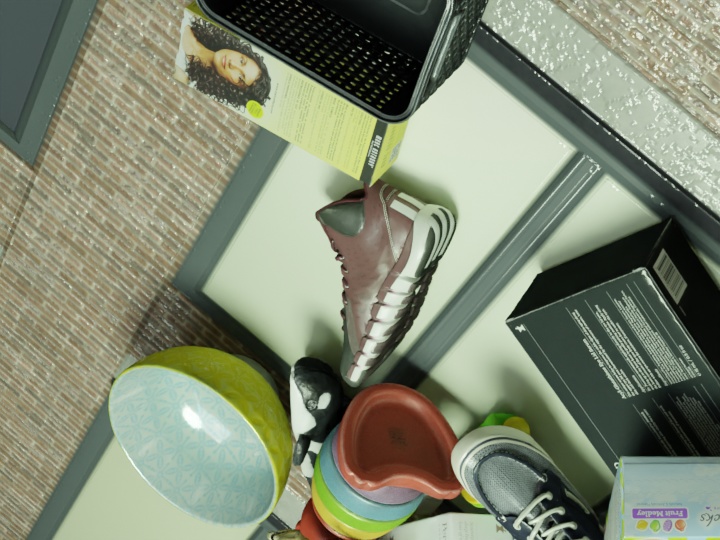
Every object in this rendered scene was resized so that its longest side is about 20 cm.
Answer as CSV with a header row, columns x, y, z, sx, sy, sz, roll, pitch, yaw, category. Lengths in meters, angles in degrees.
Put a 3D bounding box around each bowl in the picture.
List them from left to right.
x,y,z,sx,sy,sz,roll,pitch,yaw,category
-0.141,0.146,1.333,0.199,0.108,0.201,18,131,22,bowl

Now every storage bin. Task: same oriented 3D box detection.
x,y,z,sx,sy,sz,roll,pitch,yaw,category
-0.011,-0.220,0.983,0.199,0.094,0.136,32,135,11,storage bin

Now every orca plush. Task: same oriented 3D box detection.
x,y,z,sx,sy,sz,roll,pitch,yaw,category
-0.027,0.154,1.285,0.070,0.106,0.201,3,128,3,orca plush

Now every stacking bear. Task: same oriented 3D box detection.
x,y,z,sx,sy,sz,roll,pitch,yaw,category
0.002,0.206,1.244,0.120,0.114,0.201,9,137,-20,stacking bear

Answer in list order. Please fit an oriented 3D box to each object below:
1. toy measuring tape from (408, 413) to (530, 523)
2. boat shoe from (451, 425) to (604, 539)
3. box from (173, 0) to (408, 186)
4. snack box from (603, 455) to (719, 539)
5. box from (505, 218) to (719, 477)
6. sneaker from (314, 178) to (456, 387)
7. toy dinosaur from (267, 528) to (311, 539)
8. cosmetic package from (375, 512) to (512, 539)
x,y,z,sx,sy,sz,roll,pitch,yaw,category
0.103,0.205,1.231,0.073,0.074,0.200,37,130,4,toy measuring tape
0.160,0.211,1.142,0.075,0.093,0.200,-45,127,9,boat shoe
-0.057,-0.152,1.095,0.199,0.050,0.076,28,134,13,box
0.276,0.203,1.027,0.167,0.068,0.200,-1,152,7,snack box
0.232,0.078,1.051,0.141,0.079,0.201,-25,106,41,box
0.000,0.000,1.164,0.115,0.076,0.201,35,125,14,sneaker
-0.002,0.301,1.238,0.101,0.058,0.201,-2,127,56,toy dinosaur
0.065,0.293,1.271,0.073,0.103,0.200,8,159,-26,cosmetic package
